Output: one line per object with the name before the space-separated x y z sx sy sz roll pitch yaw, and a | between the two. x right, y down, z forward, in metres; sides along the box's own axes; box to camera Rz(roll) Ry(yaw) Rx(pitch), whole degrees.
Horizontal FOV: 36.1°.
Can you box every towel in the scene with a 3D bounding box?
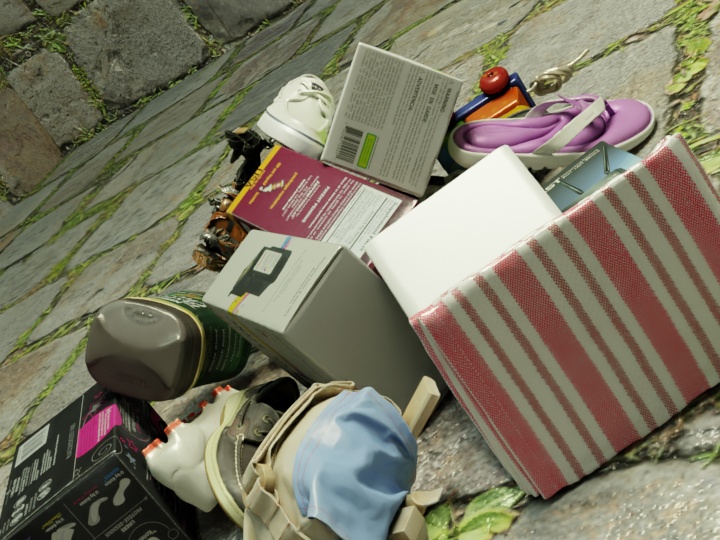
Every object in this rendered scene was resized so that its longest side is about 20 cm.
towel | 0.146 0.030 0.671 0.198 0.147 0.030 -35 14 5

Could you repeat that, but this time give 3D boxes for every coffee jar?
coffee jar | -0.177 0.067 1.044 0.102 0.087 0.200 13 4 11

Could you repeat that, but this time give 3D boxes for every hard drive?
hard drive | 0.103 0.021 0.767 0.131 0.026 0.201 -35 57 3

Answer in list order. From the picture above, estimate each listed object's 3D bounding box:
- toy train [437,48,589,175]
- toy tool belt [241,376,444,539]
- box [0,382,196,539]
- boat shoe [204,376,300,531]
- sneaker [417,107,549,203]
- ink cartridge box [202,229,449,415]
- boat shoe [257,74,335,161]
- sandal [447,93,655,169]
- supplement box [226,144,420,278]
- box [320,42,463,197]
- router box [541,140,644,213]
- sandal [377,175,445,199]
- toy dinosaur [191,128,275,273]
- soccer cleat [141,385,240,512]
toy train | 0.166 -0.158 1.154 0.198 0.085 0.116 -32 31 12
toy tool belt | -0.011 0.153 0.701 0.122 0.125 0.201 -33 19 33
box | -0.230 0.198 0.976 0.131 0.115 0.200 -38 19 0
boat shoe | -0.082 0.141 0.913 0.064 0.073 0.201 -38 19 11
sneaker | 0.135 -0.076 1.052 0.200 0.075 0.088 -43 39 -18
ink cartridge box | -0.028 0.047 0.910 0.083 0.145 0.199 -54 23 -12
boat shoe | -0.060 -0.164 1.121 0.066 0.073 0.200 -59 15 14
sandal | 0.179 -0.133 1.012 0.199 0.050 0.083 -13 43 -9
supplement box | -0.014 -0.027 1.003 0.199 0.110 0.086 25 74 43
box | 0.028 -0.150 1.073 0.200 0.100 0.114 -88 18 -81
router box | 0.155 -0.007 0.856 0.199 0.062 0.150 -37 19 0
sandal | 0.050 -0.074 1.196 0.074 0.046 0.200 -31 15 -9
toy dinosaur | -0.110 -0.070 1.158 0.201 0.100 0.137 -75 4 -59
soccer cleat | -0.132 0.159 0.979 0.069 0.078 0.200 -42 -1 11
